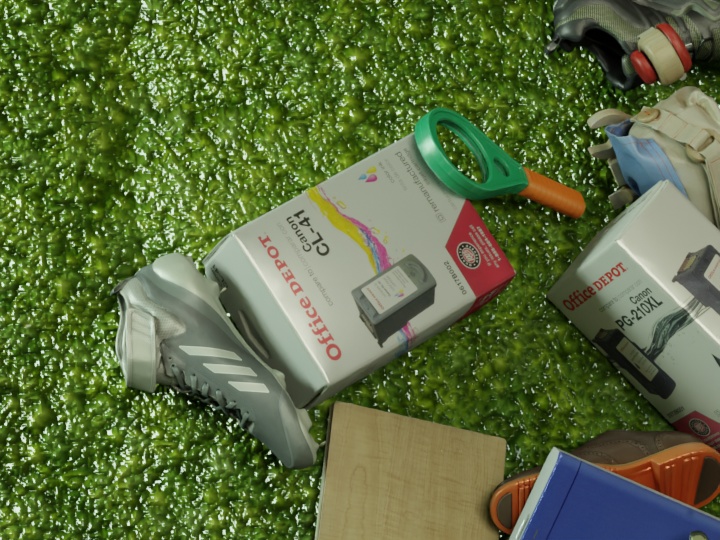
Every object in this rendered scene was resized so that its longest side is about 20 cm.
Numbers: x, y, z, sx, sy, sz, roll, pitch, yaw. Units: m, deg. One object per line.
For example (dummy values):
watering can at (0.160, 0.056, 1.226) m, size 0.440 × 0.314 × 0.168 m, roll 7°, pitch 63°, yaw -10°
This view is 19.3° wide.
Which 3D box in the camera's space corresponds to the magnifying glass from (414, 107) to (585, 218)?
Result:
magnifying glass at (0.117, -0.080, 1.742) m, size 0.199 × 0.022 × 0.080 m, roll 18°, pitch 44°, yaw -43°

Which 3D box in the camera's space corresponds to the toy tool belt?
toy tool belt at (0.252, -0.093, 1.789) m, size 0.123 × 0.125 × 0.201 m, roll -30°, pitch 106°, yaw -1°

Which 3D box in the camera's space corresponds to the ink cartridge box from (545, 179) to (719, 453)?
ink cartridge box at (0.268, 0.042, 1.732) m, size 0.200 × 0.145 × 0.084 m, roll 45°, pitch 63°, yaw 0°

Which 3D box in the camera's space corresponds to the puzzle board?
puzzle board at (0.036, 0.212, 1.651) m, size 0.150 × 0.017 × 0.201 m, roll 14°, pitch 66°, yaw -17°

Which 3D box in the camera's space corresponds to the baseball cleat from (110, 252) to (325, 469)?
baseball cleat at (-0.119, 0.085, 1.619) m, size 0.106 × 0.070 × 0.200 m, roll -31°, pitch 74°, yaw -21°

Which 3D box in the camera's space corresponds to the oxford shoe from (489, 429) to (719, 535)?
oxford shoe at (0.190, 0.170, 1.705) m, size 0.199 × 0.073 × 0.072 m, roll -7°, pitch 114°, yaw -18°

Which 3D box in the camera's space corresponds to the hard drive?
hard drive at (0.211, 0.237, 1.663) m, size 0.199 × 0.025 × 0.133 m, roll 24°, pitch 94°, yaw -16°

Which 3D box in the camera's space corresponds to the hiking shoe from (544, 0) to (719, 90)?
hiking shoe at (0.258, -0.197, 1.871) m, size 0.199 × 0.076 × 0.101 m, roll 16°, pitch 73°, yaw -5°

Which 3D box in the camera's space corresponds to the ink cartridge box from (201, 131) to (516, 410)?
ink cartridge box at (0.000, 0.000, 1.680) m, size 0.200 × 0.086 × 0.148 m, roll -30°, pitch 83°, yaw -30°

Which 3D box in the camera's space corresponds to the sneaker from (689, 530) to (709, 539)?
sneaker at (0.210, 0.287, 1.627) m, size 0.088 × 0.077 × 0.201 m, roll 23°, pitch 91°, yaw 1°
